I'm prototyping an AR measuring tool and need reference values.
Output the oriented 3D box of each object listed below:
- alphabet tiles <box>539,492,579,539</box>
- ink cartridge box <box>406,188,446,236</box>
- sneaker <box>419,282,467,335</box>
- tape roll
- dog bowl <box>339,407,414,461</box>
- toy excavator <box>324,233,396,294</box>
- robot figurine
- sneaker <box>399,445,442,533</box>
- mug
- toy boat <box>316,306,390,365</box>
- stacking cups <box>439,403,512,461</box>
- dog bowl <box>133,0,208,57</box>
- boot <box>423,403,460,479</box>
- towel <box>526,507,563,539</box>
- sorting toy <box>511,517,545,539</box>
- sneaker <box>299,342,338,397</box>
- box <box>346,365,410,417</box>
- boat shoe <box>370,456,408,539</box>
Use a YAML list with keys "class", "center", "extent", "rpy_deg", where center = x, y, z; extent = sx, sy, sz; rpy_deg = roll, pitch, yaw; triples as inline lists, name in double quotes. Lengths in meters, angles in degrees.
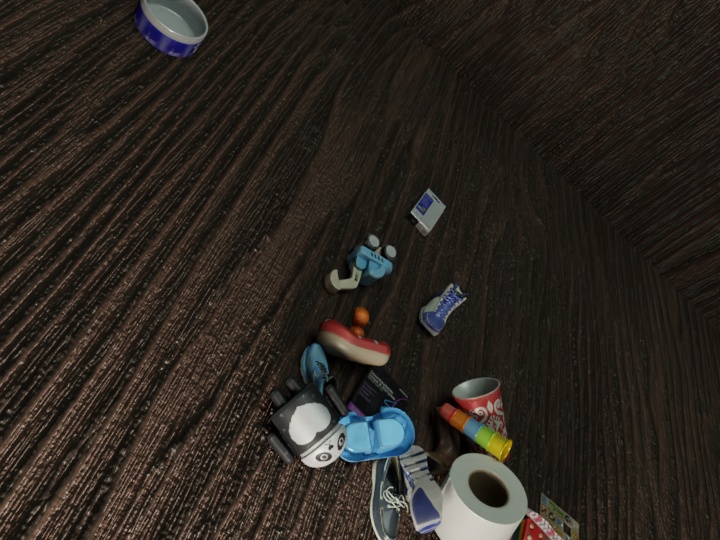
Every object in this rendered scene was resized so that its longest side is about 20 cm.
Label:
- class: "alphabet tiles"
  center: [0.560, 0.758, 1.872]
  extent: [0.167, 0.008, 0.201]
  rpy_deg: [41, 38, -14]
- class: "ink cartridge box"
  center: [0.230, -0.205, 2.299]
  extent: [0.095, 0.037, 0.201]
  rpy_deg: [45, 40, -6]
- class: "sneaker"
  center: [0.255, 0.097, 2.000]
  extent: [0.080, 0.115, 0.200]
  rpy_deg: [43, 37, -3]
- class: "tape roll"
  center: [0.281, 0.563, 1.585]
  extent: [0.198, 0.141, 0.204]
  rpy_deg: [15, 31, -9]
- class: "dog bowl"
  center: [0.026, 0.386, 1.539]
  extent: [0.195, 0.050, 0.114]
  rpy_deg: [-3, 63, -16]
- class: "toy excavator"
  center: [0.000, 0.000, 1.861]
  extent: [0.192, 0.099, 0.203]
  rpy_deg: [28, 51, -25]
- class: "robot figurine"
  center: [-0.115, 0.328, 1.439]
  extent: [0.201, 0.150, 0.125]
  rpy_deg: [52, 25, 3]
- class: "sneaker"
  center: [0.144, 0.520, 1.537]
  extent: [0.079, 0.117, 0.201]
  rpy_deg: [-12, 39, -2]
- class: "mug"
  center: [0.331, 0.405, 1.800]
  extent: [0.178, 0.130, 0.204]
  rpy_deg: [-77, 153, -80]
- class: "toy boat"
  center: [-0.013, 0.156, 1.657]
  extent: [0.197, 0.129, 0.134]
  rpy_deg: [20, 76, -35]
- class: "stacking cups"
  center: [0.286, 0.406, 1.686]
  extent: [0.198, 0.062, 0.060]
  rpy_deg: [28, 27, 31]
- class: "dog bowl"
  center: [-0.540, -0.713, 1.895]
  extent: [0.198, 0.079, 0.203]
  rpy_deg: [26, 44, -28]
- class: "boot"
  center: [0.201, 0.429, 1.729]
  extent: [0.186, 0.063, 0.203]
  rpy_deg: [39, 40, -35]
- class: "towel"
  center: [0.489, 0.678, 1.760]
  extent: [0.030, 0.146, 0.200]
  rpy_deg: [-44, 98, -8]
- class: "sorting toy"
  center: [0.385, 0.699, 1.691]
  extent: [0.200, 0.069, 0.199]
  rpy_deg: [46, 38, -7]
- class: "sneaker"
  center: [-0.083, 0.259, 1.558]
  extent: [0.077, 0.090, 0.203]
  rpy_deg: [14, 49, -37]
- class: "box"
  center: [0.040, 0.339, 1.663]
  extent: [0.143, 0.036, 0.201]
  rpy_deg: [45, 37, -8]
- class: "boat shoe"
  center: [0.068, 0.520, 1.521]
  extent: [0.074, 0.062, 0.203]
  rpy_deg: [29, 43, -27]
